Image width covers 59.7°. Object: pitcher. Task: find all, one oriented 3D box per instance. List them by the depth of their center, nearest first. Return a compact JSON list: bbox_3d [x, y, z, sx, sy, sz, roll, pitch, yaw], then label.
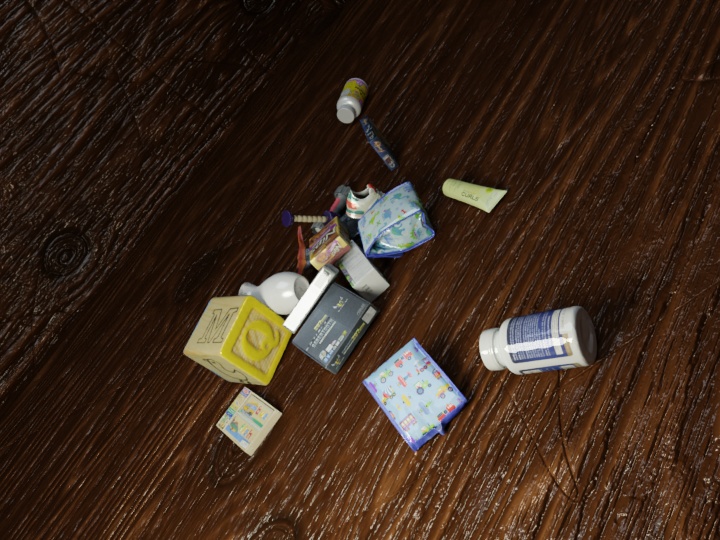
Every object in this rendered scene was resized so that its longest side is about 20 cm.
[{"bbox_3d":[-0.233,0.088,1.841,0.199,0.172,0.122,-13,42,33],"label":"pitcher"}]

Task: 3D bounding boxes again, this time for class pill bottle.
[{"bbox_3d":[0.334,0.138,1.195,0.199,0.111,0.111,-16,41,37],"label":"pill bottle"},{"bbox_3d":[-0.037,-0.700,2.600,0.104,0.104,0.200,-17,41,36],"label":"pill bottle"}]

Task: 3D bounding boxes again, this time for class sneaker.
[{"bbox_3d":[0.054,-0.208,1.859,0.199,0.094,0.070,-5,30,-9],"label":"sneaker"}]

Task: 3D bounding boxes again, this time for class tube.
[{"bbox_3d":[0.304,-0.208,1.698,0.200,0.052,0.058,31,117,52],"label":"tube"}]

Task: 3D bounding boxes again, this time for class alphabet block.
[{"bbox_3d":[-0.349,0.199,1.806,0.200,0.195,0.197,-6,53,46],"label":"alphabet block"}]

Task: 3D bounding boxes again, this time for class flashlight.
[{"bbox_3d":[-0.096,-0.203,2.120,0.068,0.068,0.200,-7,48,48],"label":"flashlight"}]

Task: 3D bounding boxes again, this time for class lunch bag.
[{"bbox_3d":[0.122,0.267,1.319,0.150,0.094,0.200,-40,41,0],"label":"lunch bag"},{"bbox_3d":[0.091,-0.129,1.768,0.199,0.128,0.170,-26,35,9],"label":"lunch bag"}]

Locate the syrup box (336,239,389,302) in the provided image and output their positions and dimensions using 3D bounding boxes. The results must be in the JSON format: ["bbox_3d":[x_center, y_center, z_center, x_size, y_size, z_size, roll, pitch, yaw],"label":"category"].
[{"bbox_3d":[0.000,0.000,1.762,0.081,0.079,0.200,-42,32,3],"label":"syrup box"}]

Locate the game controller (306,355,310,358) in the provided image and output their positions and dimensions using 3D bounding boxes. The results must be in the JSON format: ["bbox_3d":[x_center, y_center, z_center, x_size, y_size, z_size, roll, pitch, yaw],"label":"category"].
[{"bbox_3d":[-0.077,0.157,1.714,0.200,0.042,0.105,-36,47,13],"label":"game controller"}]

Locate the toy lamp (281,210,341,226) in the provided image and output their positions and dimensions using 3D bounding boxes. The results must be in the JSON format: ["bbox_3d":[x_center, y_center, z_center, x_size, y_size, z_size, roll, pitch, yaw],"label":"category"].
[{"bbox_3d":[-0.151,-0.164,2.000,0.058,0.199,0.058,6,97,51],"label":"toy lamp"}]

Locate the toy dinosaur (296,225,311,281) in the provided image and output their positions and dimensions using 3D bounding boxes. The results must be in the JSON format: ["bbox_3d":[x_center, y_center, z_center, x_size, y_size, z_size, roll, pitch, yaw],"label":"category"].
[{"bbox_3d":[-0.183,-0.020,1.937,0.105,0.200,0.181,-46,-4,25],"label":"toy dinosaur"}]

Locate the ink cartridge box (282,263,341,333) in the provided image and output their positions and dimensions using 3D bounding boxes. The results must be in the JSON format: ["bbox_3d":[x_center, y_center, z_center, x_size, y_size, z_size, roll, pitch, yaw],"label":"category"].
[{"bbox_3d":[-0.129,0.070,1.742,0.200,0.043,0.174,-55,0,7],"label":"ink cartridge box"}]

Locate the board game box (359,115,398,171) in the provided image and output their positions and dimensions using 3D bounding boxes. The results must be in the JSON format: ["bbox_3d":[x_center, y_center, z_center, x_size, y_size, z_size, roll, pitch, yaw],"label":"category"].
[{"bbox_3d":[0.064,-0.438,2.151,0.035,0.136,0.200,-35,32,13],"label":"board game box"}]

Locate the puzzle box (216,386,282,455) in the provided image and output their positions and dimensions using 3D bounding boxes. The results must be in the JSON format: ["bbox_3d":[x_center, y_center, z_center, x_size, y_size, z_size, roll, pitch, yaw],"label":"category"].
[{"bbox_3d":[-0.302,0.400,1.684,0.133,0.025,0.200,-53,33,-16],"label":"puzzle box"}]

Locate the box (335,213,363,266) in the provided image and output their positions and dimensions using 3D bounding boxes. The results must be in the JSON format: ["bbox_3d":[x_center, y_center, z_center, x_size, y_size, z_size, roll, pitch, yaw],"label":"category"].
[{"bbox_3d":[-0.027,-0.123,1.963,0.200,0.051,0.158,-40,33,7],"label":"box"}]

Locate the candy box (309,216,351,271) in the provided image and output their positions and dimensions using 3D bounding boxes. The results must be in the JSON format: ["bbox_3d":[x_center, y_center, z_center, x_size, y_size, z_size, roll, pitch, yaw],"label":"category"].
[{"bbox_3d":[-0.092,-0.079,1.848,0.117,0.056,0.200,-40,20,10],"label":"candy box"}]

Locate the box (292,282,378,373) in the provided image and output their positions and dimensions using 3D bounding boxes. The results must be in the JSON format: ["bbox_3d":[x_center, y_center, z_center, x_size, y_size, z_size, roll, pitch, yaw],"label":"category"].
[{"bbox_3d":[-0.068,0.147,1.637,0.158,0.051,0.200,28,80,46],"label":"box"}]
